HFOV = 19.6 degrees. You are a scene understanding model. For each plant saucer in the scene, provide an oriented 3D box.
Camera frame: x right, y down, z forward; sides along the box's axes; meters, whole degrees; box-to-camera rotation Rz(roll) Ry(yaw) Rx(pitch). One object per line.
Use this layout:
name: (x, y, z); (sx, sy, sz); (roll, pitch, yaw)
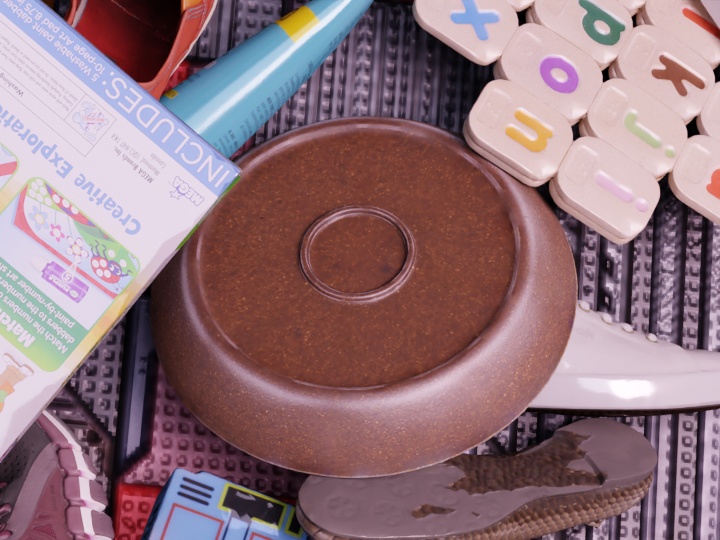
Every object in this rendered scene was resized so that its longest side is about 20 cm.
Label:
plant saucer: (0.000, 0.000, 0.956); (0.199, 0.035, 0.201); (-2, 54, 3)

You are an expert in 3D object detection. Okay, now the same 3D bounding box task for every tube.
tube: (-0.062, -0.080, 0.989); (0.200, 0.077, 0.050); (-39, 97, -10)

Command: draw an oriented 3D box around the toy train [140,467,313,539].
toy train: (-0.024, 0.170, 0.944); (0.199, 0.087, 0.115); (21, 71, -5)

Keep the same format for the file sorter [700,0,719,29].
file sorter: (0.250, -0.171, 1.010); (0.139, 0.125, 0.200); (-32, 86, -33)

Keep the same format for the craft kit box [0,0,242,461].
craft kit box: (-0.185, -0.027, 0.843); (0.200, 0.049, 0.198); (41, 85, -3)

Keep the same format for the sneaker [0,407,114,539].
sneaker: (-0.162, 0.129, 0.881); (0.076, 0.115, 0.200); (-43, 55, 25)

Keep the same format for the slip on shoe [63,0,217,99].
slip on shoe: (-0.101, -0.133, 0.968); (0.074, 0.061, 0.200); (27, 49, -11)

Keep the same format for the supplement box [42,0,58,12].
supplement box: (-0.179, -0.236, 0.975); (0.109, 0.109, 0.201); (9, 79, -7)

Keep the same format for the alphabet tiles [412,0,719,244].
alphabet tiles: (0.127, -0.109, 1.019); (0.195, 0.015, 0.200); (32, 56, -3)

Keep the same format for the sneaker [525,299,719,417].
sneaker: (0.090, 0.027, 0.991); (0.199, 0.073, 0.085); (5, 82, -7)

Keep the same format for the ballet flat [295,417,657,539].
ballet flat: (0.055, 0.108, 0.959); (0.199, 0.046, 0.067); (-8, 41, -37)
